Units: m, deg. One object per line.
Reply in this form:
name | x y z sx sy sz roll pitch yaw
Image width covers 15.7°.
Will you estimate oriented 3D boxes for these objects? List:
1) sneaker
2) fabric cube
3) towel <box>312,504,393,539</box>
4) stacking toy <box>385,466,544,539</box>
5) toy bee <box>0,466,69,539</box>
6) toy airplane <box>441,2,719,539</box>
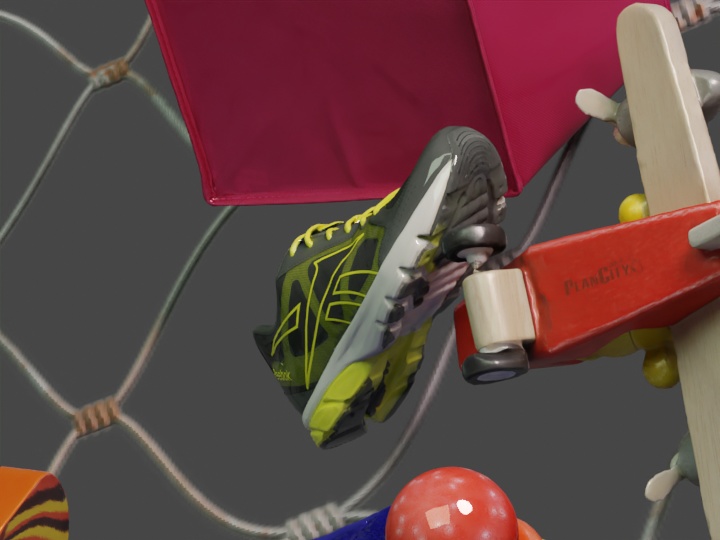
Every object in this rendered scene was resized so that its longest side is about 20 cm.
sneaker | 0.000 0.000 1.280 0.085 0.074 0.200 43 127 20
fabric cube | 0.019 -0.163 1.345 0.200 0.197 0.199 0 29 33
towel | -0.021 0.165 1.177 0.147 0.050 0.200 -27 9 18
stacking toy | 0.071 0.145 1.103 0.085 0.200 0.085 -17 47 19
toy bee | -0.219 0.193 1.335 0.200 0.109 0.131 -29 30 -27
toy airplane | 0.152 0.001 1.202 0.199 0.141 0.200 36 105 36
